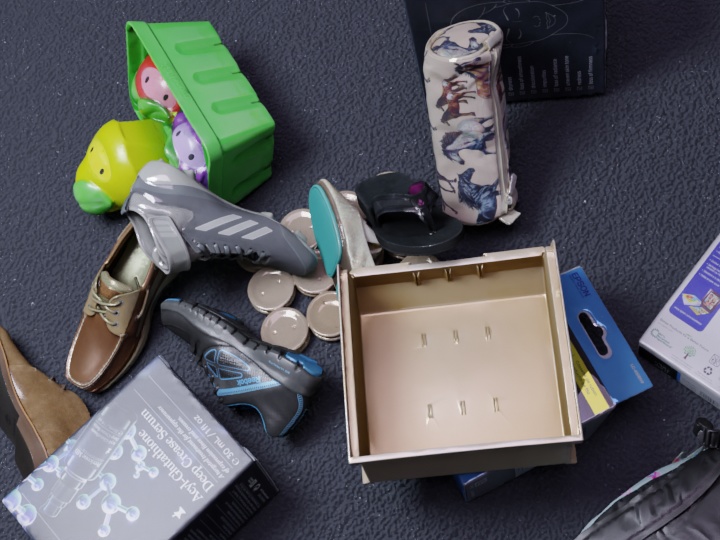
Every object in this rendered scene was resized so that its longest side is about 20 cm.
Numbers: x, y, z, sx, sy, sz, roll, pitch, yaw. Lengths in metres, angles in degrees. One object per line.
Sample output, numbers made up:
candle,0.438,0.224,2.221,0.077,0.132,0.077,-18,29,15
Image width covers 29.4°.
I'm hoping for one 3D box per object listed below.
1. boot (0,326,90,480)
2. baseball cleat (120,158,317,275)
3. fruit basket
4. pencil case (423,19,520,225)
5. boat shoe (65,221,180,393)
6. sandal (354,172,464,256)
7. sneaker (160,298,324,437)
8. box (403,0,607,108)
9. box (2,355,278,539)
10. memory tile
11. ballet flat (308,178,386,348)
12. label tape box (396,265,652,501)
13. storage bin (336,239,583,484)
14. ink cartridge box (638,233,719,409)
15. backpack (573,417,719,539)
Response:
boot,-0.327,0.130,1.382,0.075,0.074,0.201,-14,53,-29
baseball cleat,-0.143,-0.026,1.358,0.198,0.070,0.107,28,64,-8
fruit basket,-0.213,-0.142,1.443,0.213,0.156,0.218,3,56,-5
pencil case,0.112,-0.144,1.347,0.089,0.202,0.078,13,38,32
boat shoe,-0.244,0.024,1.389,0.075,0.074,0.202,24,84,20
sandal,0.038,-0.064,1.327,0.075,0.048,0.200,-20,26,-12
sneaker,-0.131,0.091,1.349,0.199,0.073,0.083,28,97,32
box,0.148,-0.275,1.398,0.194,0.201,0.125,-6,62,7
box,-0.203,0.211,1.287,0.200,0.107,0.148,-43,66,-10
memory tile,-0.022,-0.006,1.406,0.198,0.017,0.155,-22,63,-1
ballet flat,0.000,0.000,1.366,0.062,0.068,0.202,-5,65,-24
label tape box,0.153,0.105,1.296,0.198,0.066,0.144,-26,64,-5
storage bin,0.087,0.078,1.228,0.197,0.094,0.201,-7,66,5
ink cartridge box,0.360,0.025,1.309,0.099,0.039,0.200,35,77,23
backpack,0.279,0.246,1.172,0.198,0.127,0.168,-29,52,-3
